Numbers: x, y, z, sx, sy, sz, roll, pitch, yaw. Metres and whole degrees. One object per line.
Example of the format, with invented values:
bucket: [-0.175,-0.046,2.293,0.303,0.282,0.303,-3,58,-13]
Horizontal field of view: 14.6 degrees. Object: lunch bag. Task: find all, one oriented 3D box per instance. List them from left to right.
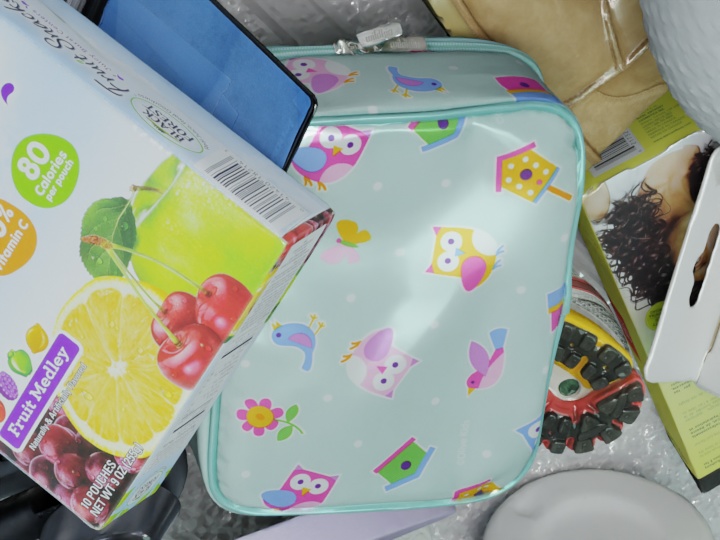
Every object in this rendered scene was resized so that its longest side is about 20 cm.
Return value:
lunch bag: [0.000,0.000,1.116,0.159,0.077,0.201,-3,122,-15]

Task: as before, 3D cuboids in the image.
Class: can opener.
can opener: [-0.147,0.095,1.174,0.199,0.079,0.064,-15,117,41]

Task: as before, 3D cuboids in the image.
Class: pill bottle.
pill bottle: [0.113,0.207,1.370,0.113,0.114,0.201,-11,126,-15]

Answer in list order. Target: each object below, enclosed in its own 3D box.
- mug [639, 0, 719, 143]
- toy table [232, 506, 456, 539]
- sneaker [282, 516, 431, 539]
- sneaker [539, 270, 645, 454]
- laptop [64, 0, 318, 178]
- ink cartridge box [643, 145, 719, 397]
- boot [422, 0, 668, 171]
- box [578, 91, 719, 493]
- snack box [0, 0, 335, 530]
mug: [0.192,-0.135,1.068,0.200,0.147,0.176,-52,168,-17]
toy table: [-0.029,0.170,1.193,0.199,0.118,0.184,-19,173,-25]
sneaker: [-0.051,0.169,1.309,0.200,0.080,0.077,-43,103,-13]
sneaker: [0.035,0.002,1.225,0.200,0.082,0.078,37,113,-21]
laptop: [-0.147,-0.045,1.059,0.199,0.116,0.188,20,114,-16]
ink cartridge box: [0.224,0.012,1.257,0.199,0.067,0.117,3,107,-44]
boot: [0.123,-0.149,1.161,0.200,0.066,0.175,-39,138,6]
box: [0.152,0.009,1.288,0.075,0.050,0.200,-29,130,-1]
snack box: [-0.129,-0.022,1.023,0.200,0.053,0.143,38,114,8]
